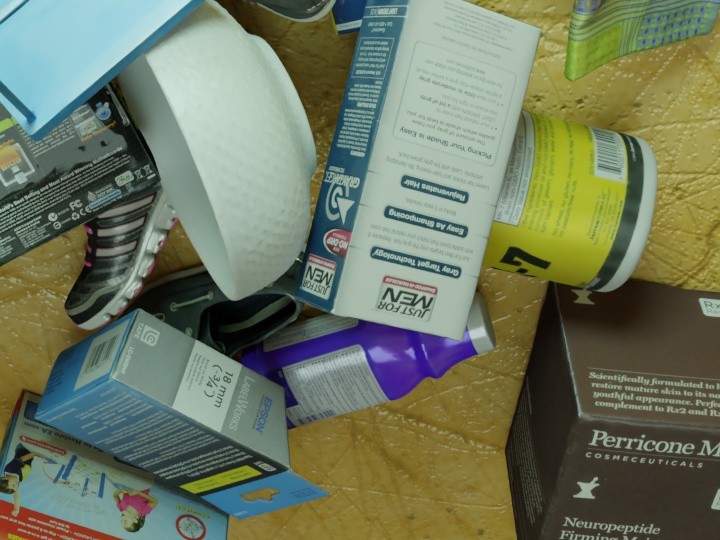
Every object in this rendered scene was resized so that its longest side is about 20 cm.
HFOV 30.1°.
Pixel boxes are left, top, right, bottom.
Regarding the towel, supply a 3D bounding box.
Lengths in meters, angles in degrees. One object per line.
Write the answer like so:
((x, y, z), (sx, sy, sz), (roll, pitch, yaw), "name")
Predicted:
((0.196, -0.217, 0.831), (0.143, 0.023, 0.201), (-19, 138, -33), "towel")

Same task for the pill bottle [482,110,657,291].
((0.096, -0.059, 0.941), (0.198, 0.115, 0.115), (12, 127, -9), "pill bottle")

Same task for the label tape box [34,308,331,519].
((-0.131, 0.117, 1.043), (0.199, 0.064, 0.144), (31, 148, -25), "label tape box")

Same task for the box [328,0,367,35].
((-0.006, -0.252, 0.825), (0.069, 0.065, 0.201), (-10, 126, 7), "box")

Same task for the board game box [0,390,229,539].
((-0.209, 0.214, 1.096), (0.199, 0.196, 0.056), (22, 125, -16), "board game box")

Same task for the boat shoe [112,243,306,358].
((-0.123, 0.040, 1.048), (0.199, 0.062, 0.073), (-26, 126, 20), "boat shoe")

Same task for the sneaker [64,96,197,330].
((-0.181, -0.047, 0.977), (0.087, 0.074, 0.200), (25, 119, -18), "sneaker")

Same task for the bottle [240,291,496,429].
((0.007, 0.067, 1.066), (0.199, 0.066, 0.084), (-18, 131, 13), "bottle")

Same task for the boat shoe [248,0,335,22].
((-0.105, -0.207, 0.819), (0.199, 0.057, 0.067), (21, 89, 16), "boat shoe")

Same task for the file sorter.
((-0.193, -0.199, 0.698), (0.139, 0.123, 0.200), (-41, 80, -4), "file sorter")

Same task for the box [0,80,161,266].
((-0.252, -0.094, 0.820), (0.199, 0.048, 0.194), (-28, 116, -2), "box")

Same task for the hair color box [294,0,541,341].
((0.035, -0.066, 0.830), (0.099, 0.060, 0.202), (13, 92, -29), "hair color box")

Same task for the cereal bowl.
((-0.084, -0.087, 0.835), (0.083, 0.200, 0.201), (-25, 128, -14), "cereal bowl")

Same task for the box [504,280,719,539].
((0.217, 0.136, 1.057), (0.164, 0.165, 0.201), (5, 127, -4), "box")
